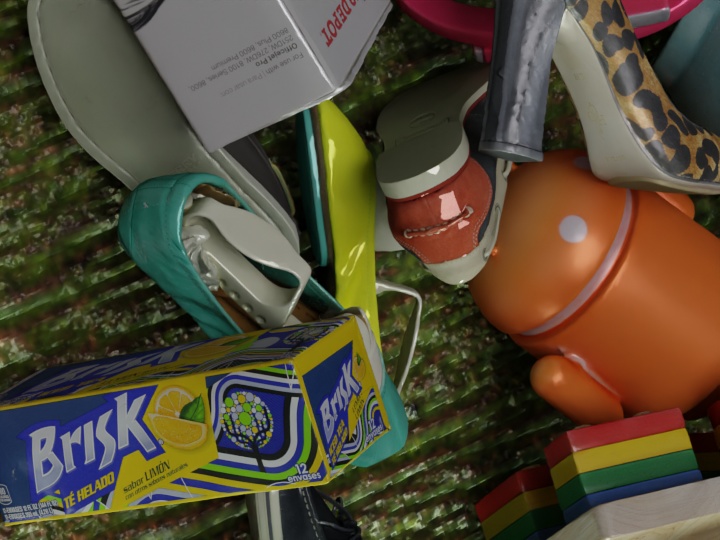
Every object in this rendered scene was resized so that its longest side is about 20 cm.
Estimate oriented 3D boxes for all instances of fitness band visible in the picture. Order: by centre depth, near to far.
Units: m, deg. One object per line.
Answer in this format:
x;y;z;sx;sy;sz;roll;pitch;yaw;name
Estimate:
0.106;-0.189;1.209;0.199;0.037;0.145;-8;71;4;fitness band

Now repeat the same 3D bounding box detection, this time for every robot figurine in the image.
0.141;0.010;1.246;0.200;0.117;0.144;34;95;-22;robot figurine

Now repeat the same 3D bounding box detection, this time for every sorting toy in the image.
0.174;0.121;1.233;0.198;0.200;0.070;-10;72;-21;sorting toy

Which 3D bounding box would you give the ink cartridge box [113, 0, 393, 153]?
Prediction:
-0.076;-0.181;1.111;0.084;0.145;0.201;-24;108;23;ink cartridge box

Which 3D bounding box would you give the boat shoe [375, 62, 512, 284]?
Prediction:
0.049;-0.057;1.173;0.071;0.200;0.063;-23;108;15;boat shoe

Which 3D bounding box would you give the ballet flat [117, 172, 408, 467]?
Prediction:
-0.038;0.026;1.122;0.200;0.070;0.067;44;57;-16;ballet flat

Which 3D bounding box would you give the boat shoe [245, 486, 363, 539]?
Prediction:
-0.025;0.151;1.194;0.062;0.075;0.201;-12;104;-6;boat shoe

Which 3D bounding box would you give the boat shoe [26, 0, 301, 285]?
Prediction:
-0.102;-0.076;1.159;0.072;0.061;0.202;-32;106;12;boat shoe

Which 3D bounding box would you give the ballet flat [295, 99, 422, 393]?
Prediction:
0.000;0.000;1.200;0.067;0.067;0.201;-4;104;-9;ballet flat

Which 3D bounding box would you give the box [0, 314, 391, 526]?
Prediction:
-0.092;0.075;1.093;0.070;0.199;0.065;-34;109;-58;box

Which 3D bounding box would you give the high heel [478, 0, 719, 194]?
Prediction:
0.145;-0.116;1.155;0.199;0.071;0.144;10;87;-41;high heel

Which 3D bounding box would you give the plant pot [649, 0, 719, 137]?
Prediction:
0.248;-0.130;1.265;0.134;0.200;0.201;30;79;4;plant pot
